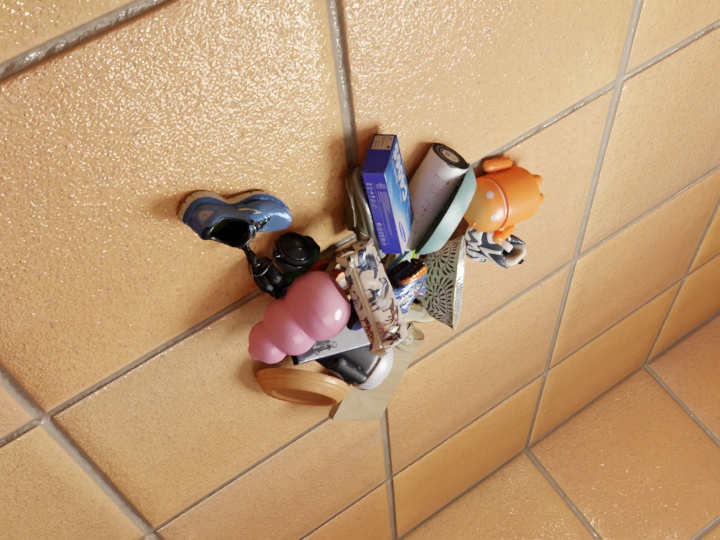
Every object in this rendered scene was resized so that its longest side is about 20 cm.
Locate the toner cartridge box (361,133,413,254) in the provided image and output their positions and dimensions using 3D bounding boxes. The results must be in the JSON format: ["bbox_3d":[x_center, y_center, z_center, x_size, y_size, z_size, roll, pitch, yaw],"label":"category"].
[{"bbox_3d":[0.050,-0.131,1.461,0.201,0.043,0.096,73,28,-48],"label":"toner cartridge box"}]

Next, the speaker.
[{"bbox_3d":[0.119,-0.135,1.578,0.081,0.081,0.201,-3,134,-46],"label":"speaker"}]

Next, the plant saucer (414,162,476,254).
[{"bbox_3d":[0.169,-0.109,1.596,0.201,0.036,0.200,-59,-176,7],"label":"plant saucer"}]

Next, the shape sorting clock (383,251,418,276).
[{"bbox_3d":[0.070,0.017,1.703,0.200,0.039,0.202,-48,151,-38],"label":"shape sorting clock"}]

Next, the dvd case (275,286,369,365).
[{"bbox_3d":[-0.064,0.088,1.615,0.198,0.152,0.025,-10,171,-40],"label":"dvd case"}]

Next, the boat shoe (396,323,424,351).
[{"bbox_3d":[0.094,0.136,1.928,0.199,0.072,0.065,17,121,-49],"label":"boat shoe"}]

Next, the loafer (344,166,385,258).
[{"bbox_3d":[-0.001,-0.098,1.495,0.069,0.076,0.201,1,135,17],"label":"loafer"}]

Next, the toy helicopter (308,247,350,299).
[{"bbox_3d":[0.000,0.000,1.621,0.200,0.078,0.133,-44,132,-23],"label":"toy helicopter"}]

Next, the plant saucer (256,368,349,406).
[{"bbox_3d":[-0.122,0.247,1.742,0.197,0.038,0.201,7,159,3],"label":"plant saucer"}]

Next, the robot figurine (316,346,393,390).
[{"bbox_3d":[-0.027,0.160,1.717,0.124,0.199,0.151,-28,-150,55],"label":"robot figurine"}]

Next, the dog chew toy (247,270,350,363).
[{"bbox_3d":[-0.115,0.092,1.489,0.199,0.125,0.125,-36,151,6],"label":"dog chew toy"}]

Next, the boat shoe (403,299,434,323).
[{"bbox_3d":[0.118,0.077,1.871,0.199,0.073,0.067,-3,110,-55],"label":"boat shoe"}]

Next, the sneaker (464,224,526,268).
[{"bbox_3d":[0.304,-0.041,1.836,0.080,0.129,0.200,-50,158,-12],"label":"sneaker"}]

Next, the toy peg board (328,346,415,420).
[{"bbox_3d":[0.003,0.241,1.967,0.199,0.097,0.201,14,106,-55],"label":"toy peg board"}]

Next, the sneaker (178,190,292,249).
[{"bbox_3d":[-0.185,-0.070,1.315,0.198,0.089,0.079,-7,138,-44],"label":"sneaker"}]

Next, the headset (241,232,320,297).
[{"bbox_3d":[-0.148,-0.021,1.465,0.124,0.094,0.200,-45,165,15],"label":"headset"}]

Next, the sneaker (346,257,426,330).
[{"bbox_3d":[0.056,0.060,1.584,0.199,0.075,0.079,-32,122,-21],"label":"sneaker"}]

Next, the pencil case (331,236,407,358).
[{"bbox_3d":[0.018,0.047,1.473,0.077,0.202,0.089,-15,-170,35],"label":"pencil case"}]

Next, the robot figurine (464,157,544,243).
[{"bbox_3d":[0.288,-0.144,1.717,0.198,0.117,0.145,-19,146,-31],"label":"robot figurine"}]

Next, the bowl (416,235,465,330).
[{"bbox_3d":[0.169,0.021,1.798,0.201,0.093,0.204,6,90,-79],"label":"bowl"}]
